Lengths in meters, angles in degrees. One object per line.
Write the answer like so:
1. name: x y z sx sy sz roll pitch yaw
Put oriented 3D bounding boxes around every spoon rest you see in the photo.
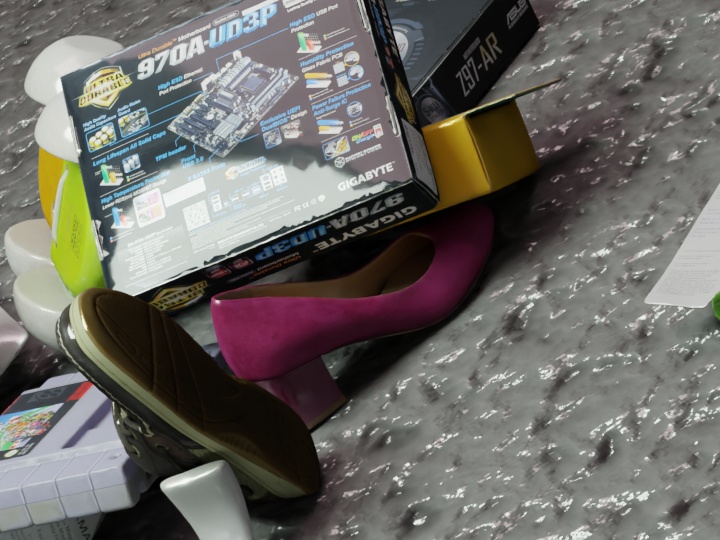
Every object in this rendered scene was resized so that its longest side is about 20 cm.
1. spoon rest: -0.074 0.189 1.404 0.099 0.061 0.200 -21 40 19

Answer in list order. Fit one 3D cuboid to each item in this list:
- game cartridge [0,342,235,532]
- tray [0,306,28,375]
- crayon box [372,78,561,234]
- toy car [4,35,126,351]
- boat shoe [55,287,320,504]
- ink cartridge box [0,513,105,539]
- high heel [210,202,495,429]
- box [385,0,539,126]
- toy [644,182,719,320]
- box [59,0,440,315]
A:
1. game cartridge: -0.159 0.095 1.603 0.130 0.038 0.200 -8 16 17
2. tray: -0.288 0.053 1.849 0.107 0.022 0.200 -54 29 -2
3. crayon box: 0.026 -0.055 1.687 0.200 0.052 0.126 -20 2 19
4. toy car: -0.147 -0.047 1.810 0.150 0.175 0.200 5 22 -14
5. boat shoe: -0.099 0.078 1.475 0.065 0.200 0.073 -31 44 21
6. ink cartridge box: -0.210 0.141 1.646 0.162 0.057 0.200 -6 14 40
7. high heel: 0.000 0.000 1.610 0.067 0.096 0.200 3 40 47
8. box: 0.001 -0.132 1.910 0.200 0.044 0.160 -4 35 41
9. toy: 0.247 -0.038 1.491 0.115 0.047 0.200 2 43 42
10. box: -0.068 -0.076 1.632 0.200 0.046 0.159 -23 64 15
